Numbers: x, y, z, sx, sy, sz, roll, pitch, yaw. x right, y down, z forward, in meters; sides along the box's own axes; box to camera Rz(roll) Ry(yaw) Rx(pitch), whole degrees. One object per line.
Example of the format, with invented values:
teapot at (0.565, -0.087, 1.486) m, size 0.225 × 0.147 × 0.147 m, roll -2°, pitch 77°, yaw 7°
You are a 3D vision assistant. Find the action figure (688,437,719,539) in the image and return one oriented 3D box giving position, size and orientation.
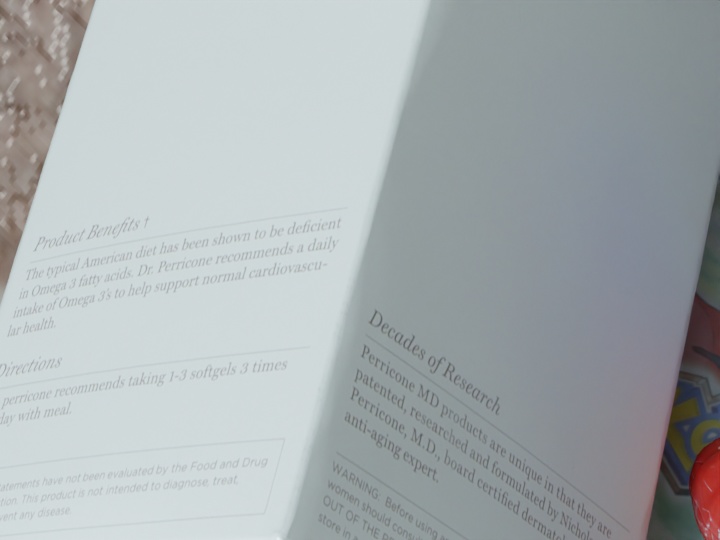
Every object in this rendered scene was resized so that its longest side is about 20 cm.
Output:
action figure at (0.135, 0.015, 0.673) m, size 0.065 × 0.098 × 0.201 m, roll -111°, pitch 31°, yaw -52°

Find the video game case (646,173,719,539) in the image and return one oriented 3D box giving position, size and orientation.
video game case at (0.126, 0.013, 0.744) m, size 0.199 × 0.023 × 0.183 m, roll 32°, pitch 89°, yaw 24°

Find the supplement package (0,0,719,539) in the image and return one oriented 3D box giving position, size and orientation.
supplement package at (0.000, 0.000, 0.701) m, size 0.116 × 0.117 × 0.201 m, roll -9°, pitch 56°, yaw 41°
